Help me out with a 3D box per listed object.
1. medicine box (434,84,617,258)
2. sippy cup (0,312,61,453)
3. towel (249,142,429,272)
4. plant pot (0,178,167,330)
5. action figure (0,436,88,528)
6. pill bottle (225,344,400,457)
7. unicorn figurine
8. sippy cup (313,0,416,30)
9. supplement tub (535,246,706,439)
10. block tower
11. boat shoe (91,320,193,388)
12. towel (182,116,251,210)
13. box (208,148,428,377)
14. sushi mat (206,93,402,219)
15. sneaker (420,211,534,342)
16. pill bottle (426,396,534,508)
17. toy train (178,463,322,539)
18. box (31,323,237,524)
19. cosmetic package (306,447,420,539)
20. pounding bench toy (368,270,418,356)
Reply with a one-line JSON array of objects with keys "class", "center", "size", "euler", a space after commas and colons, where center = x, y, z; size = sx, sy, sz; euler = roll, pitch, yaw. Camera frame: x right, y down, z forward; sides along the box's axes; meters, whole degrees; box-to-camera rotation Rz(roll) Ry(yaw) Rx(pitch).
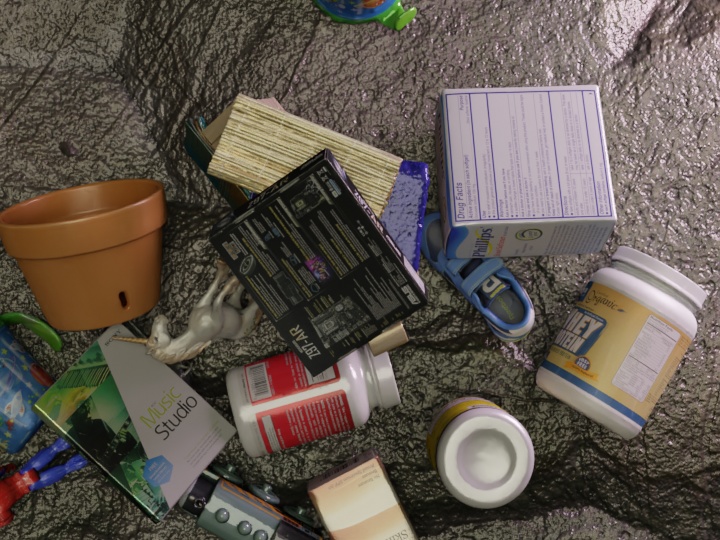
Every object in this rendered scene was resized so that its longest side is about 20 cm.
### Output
[{"class": "medicine box", "center": [0.196, -0.119, 1.456], "size": [0.198, 0.103, 0.184], "euler": [-2, 68, -1]}, {"class": "sippy cup", "center": [-0.434, 0.145, 1.436], "size": [0.130, 0.140, 0.178], "euler": [39, 91, -4]}, {"class": "towel", "center": [-0.027, -0.062, 1.350], "size": [0.198, 0.050, 0.149], "euler": [8, 96, -2]}, {"class": "plant pot", "center": [-0.321, -0.017, 1.430], "size": [0.198, 0.200, 0.141], "euler": [-9, 106, -2]}, {"class": "action figure", "center": [-0.404, 0.255, 1.487], "size": [0.199, 0.099, 0.066], "euler": [-31, 88, -24]}, {"class": "pill bottle", "center": [-0.057, 0.150, 1.469], "size": [0.198, 0.112, 0.113], "euler": [-16, 90, -2]}, {"class": "unicorn figurine", "center": [-0.176, 0.051, 1.437], "size": [0.074, 0.199, 0.138], "euler": [39, 108, 38]}, {"class": "sippy cup", "center": [-0.004, -0.382, 1.464], "size": [0.176, 0.130, 0.141], "euler": [16, 89, -1]}, {"class": "supplement tub", "center": [0.320, 0.087, 1.467], "size": [0.144, 0.145, 0.201], "euler": [30, 88, -2]}, {"class": "block tower", "center": [-0.128, -0.167, 1.429], "size": [0.058, 0.200, 0.054], "euler": [-39, 92, 14]}, {"class": "boat shoe", "center": [-0.241, 0.131, 1.482], "size": [0.200, 0.072, 0.071], "euler": [39, 89, -1]}, {"class": "towel", "center": [-0.145, -0.092, 1.451], "size": [0.022, 0.147, 0.200], "euler": [-39, 92, -11]}, {"class": "box", "center": [-0.044, -0.006, 1.306], "size": [0.160, 0.044, 0.201], "euler": [-33, 107, 12]}, {"class": "sushi mat", "center": [-0.060, -0.114, 1.313], "size": [0.198, 0.012, 0.096], "euler": [21, 94, -3]}, {"class": "sneaker", "center": [0.148, 0.004, 1.493], "size": [0.074, 0.082, 0.200], "euler": [-44, 89, 0]}, {"class": "pill bottle", "center": [0.137, 0.212, 1.432], "size": [0.111, 0.200, 0.114], "euler": [0, 89, -2]}, {"class": "toy train", "center": [-0.134, 0.306, 1.465], "size": [0.199, 0.114, 0.086], "euler": [31, 88, -2]}, {"class": "box", "center": [-0.264, 0.176, 1.408], "size": [0.200, 0.036, 0.145], "euler": [42, 62, -1]}, {"class": "cosmetic package", "center": [0.019, 0.335, 1.484], "size": [0.103, 0.087, 0.201], "euler": [-28, 91, -3]}, {"class": "pounding bench toy", "center": [0.000, 0.000, 1.449], "size": [0.123, 0.156, 0.202], "euler": [-15, 90, -2]}]
